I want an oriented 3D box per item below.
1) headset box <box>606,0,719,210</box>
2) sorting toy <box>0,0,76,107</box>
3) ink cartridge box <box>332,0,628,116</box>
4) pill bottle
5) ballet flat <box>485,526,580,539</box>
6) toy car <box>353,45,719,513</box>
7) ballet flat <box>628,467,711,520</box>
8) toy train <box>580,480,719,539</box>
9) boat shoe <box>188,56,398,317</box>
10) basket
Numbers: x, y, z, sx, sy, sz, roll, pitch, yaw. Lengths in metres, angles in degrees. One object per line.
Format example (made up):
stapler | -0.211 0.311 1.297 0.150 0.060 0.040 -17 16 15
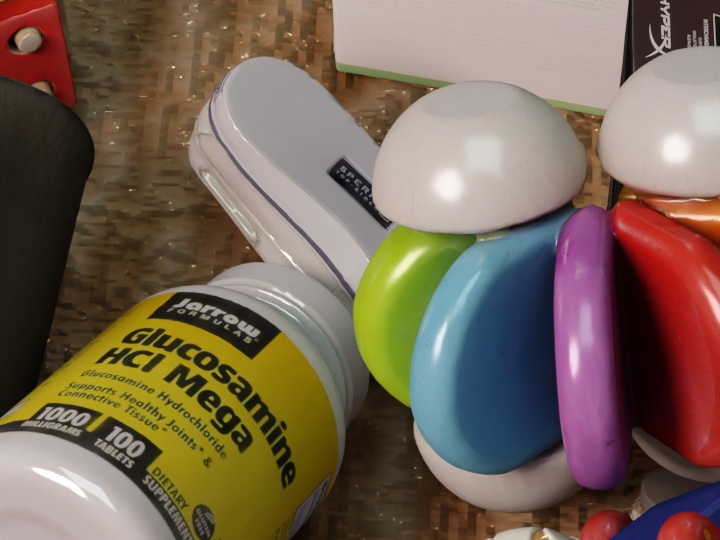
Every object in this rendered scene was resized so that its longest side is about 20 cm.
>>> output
headset box | 0.208 -0.047 1.079 0.199 0.149 0.077 4 49 2
sorting toy | -0.223 -0.116 1.102 0.198 0.200 0.070 -21 55 -13
ink cartridge box | 0.058 -0.150 1.124 0.145 0.200 0.048 11 58 8
pill bottle | -0.075 0.075 0.993 0.112 0.113 0.200 23 33 15
ballet flat | 0.061 0.127 0.953 0.067 0.200 0.063 -16 93 27
toy car | 0.097 0.021 0.966 0.199 0.175 0.150 -8 27 1
ballet flat | 0.207 0.119 1.035 0.199 0.046 0.067 7 24 -1
toy train | 0.103 0.148 0.874 0.200 0.085 0.116 -24 90 -58
boat shoe | 0.000 0.000 1.101 0.200 0.070 0.071 46 52 0
basket | -0.197 0.040 1.035 0.180 0.136 0.200 -19 55 32
